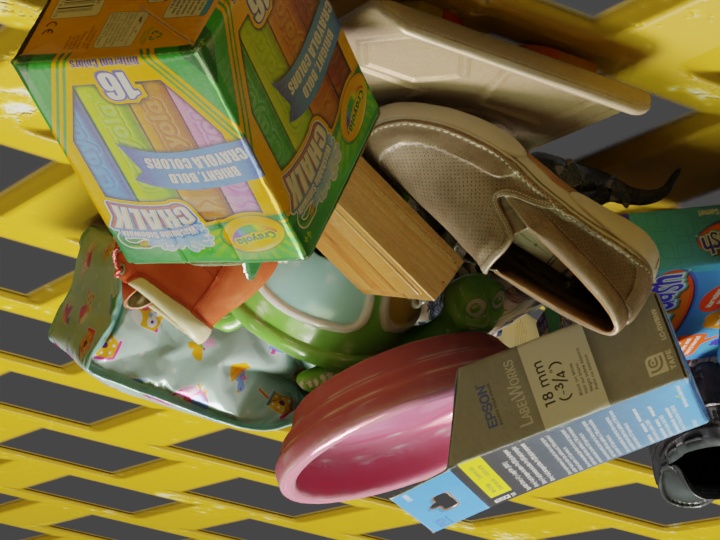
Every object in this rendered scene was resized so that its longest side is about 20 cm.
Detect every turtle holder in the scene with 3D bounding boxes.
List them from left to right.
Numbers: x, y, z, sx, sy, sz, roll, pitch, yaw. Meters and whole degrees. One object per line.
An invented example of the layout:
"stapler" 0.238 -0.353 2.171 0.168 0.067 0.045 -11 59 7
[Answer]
"turtle holder" -0.009 0.000 1.595 0.141 0.185 0.132 -20 146 -49

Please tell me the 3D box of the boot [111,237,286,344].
"boot" -0.140 -0.035 1.544 0.200 0.107 0.075 36 177 33

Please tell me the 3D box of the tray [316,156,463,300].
"tray" -0.034 -0.060 1.448 0.200 0.037 0.098 45 163 -21

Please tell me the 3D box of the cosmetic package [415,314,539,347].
"cosmetic package" 0.066 0.060 1.890 0.107 0.086 0.200 -2 162 34

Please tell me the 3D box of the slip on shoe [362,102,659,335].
"slip on shoe" 0.084 -0.029 1.415 0.199 0.061 0.076 32 143 -6

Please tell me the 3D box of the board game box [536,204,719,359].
"board game box" 0.231 0.009 1.554 0.198 0.045 0.152 -6 154 -16

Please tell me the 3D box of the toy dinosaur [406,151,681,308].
"toy dinosaur" 0.109 -0.048 1.523 0.199 0.077 0.102 -28 -164 -17

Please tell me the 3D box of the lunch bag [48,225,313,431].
"lunch bag" -0.120 0.048 1.810 0.199 0.123 0.170 19 -178 -18

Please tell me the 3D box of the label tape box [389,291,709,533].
"label tape box" 0.114 0.093 1.507 0.199 0.064 0.144 -22 161 7

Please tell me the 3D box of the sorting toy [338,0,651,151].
"sorting toy" 0.049 -0.116 1.412 0.184 0.037 0.200 17 166 -25

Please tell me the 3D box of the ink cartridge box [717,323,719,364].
"ink cartridge box" 0.294 0.075 1.434 0.083 0.201 0.146 -14 141 -9

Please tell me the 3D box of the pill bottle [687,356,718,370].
"pill bottle" 0.238 0.045 1.705 0.199 0.113 0.112 17 161 -28

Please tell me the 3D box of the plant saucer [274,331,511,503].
"plant saucer" 0.033 0.097 1.608 0.199 0.051 0.201 -18 160 -7

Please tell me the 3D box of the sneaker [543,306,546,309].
"sneaker" 0.223 0.050 1.792 0.199 0.081 0.074 17 163 -24

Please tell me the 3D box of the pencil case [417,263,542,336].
"pencil case" 0.103 0.002 1.670 0.077 0.090 0.200 -4 168 -20

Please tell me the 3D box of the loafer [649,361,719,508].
"loafer" 0.242 0.131 1.671 0.067 0.071 0.201 3 154 -1

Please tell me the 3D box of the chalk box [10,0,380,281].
"chalk box" -0.076 -0.083 1.291 0.123 0.125 0.201 -1 136 29
